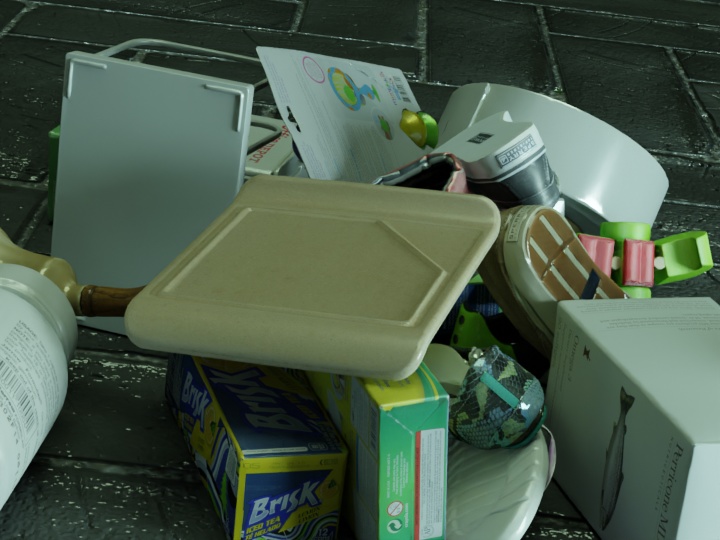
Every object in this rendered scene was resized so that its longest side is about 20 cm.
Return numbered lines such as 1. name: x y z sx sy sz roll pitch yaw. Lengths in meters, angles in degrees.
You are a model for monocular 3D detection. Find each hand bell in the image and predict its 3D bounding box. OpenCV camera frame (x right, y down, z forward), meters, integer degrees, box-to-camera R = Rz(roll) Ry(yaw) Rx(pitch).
1. hand bell: -0.171 0.020 1.124 0.200 0.104 0.104 2 19 20

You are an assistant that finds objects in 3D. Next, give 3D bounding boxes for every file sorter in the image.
1. file sorter: -0.139 -0.061 1.265 0.138 0.200 0.125 12 18 13

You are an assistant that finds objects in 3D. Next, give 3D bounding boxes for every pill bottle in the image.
1. pill bottle: -0.238 0.072 1.010 0.114 0.115 0.200 8 22 3

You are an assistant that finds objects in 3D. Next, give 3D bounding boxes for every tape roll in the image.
1. tape roll: 0.152 -0.078 1.418 0.202 0.071 0.202 25 -11 5

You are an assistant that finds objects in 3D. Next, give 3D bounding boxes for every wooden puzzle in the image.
1. wooden puzzle: -0.024 0.004 1.047 0.185 0.037 0.200 6 30 18

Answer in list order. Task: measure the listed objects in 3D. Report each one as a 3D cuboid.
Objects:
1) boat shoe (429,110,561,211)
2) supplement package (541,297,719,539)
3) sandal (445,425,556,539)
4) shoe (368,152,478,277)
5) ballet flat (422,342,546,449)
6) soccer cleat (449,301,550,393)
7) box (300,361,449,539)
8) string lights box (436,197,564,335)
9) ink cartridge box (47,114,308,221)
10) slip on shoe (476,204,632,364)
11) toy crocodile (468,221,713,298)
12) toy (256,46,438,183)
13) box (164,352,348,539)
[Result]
1. boat shoe: 0.103 -0.072 1.240 0.072 0.068 0.200 -32 11 -6
2. supplement package: 0.203 0.108 1.051 0.117 0.117 0.200 0 22 -18
3. sandal: 0.092 0.126 1.055 0.050 0.082 0.203 46 23 -18
4. shoe: 0.000 0.000 1.178 0.200 0.091 0.071 -35 45 -10
5. ballet flat: 0.045 0.068 1.083 0.074 0.074 0.200 -6 2 -28
6. soccer cleat: 0.155 0.050 1.226 0.200 0.081 0.068 -5 24 -27
7. box: 0.000 0.086 1.042 0.048 0.118 0.200 -8 25 -18
8. string lights box: 0.055 -0.004 1.291 0.200 0.103 0.059 -2 7 -22
9. ink cartridge box: -0.152 -0.085 1.464 0.199 0.088 0.145 9 22 10
10. slip on shoe: 0.140 0.035 1.160 0.061 0.200 0.076 -5 48 42
11. toy crocodile: 0.162 -0.008 1.256 0.199 0.068 0.062 3 -5 -10
12. toy: -0.011 -0.101 1.268 0.047 0.115 0.200 -32 -15 32
13. box: -0.069 0.096 1.070 0.070 0.064 0.200 -1 24 -18
